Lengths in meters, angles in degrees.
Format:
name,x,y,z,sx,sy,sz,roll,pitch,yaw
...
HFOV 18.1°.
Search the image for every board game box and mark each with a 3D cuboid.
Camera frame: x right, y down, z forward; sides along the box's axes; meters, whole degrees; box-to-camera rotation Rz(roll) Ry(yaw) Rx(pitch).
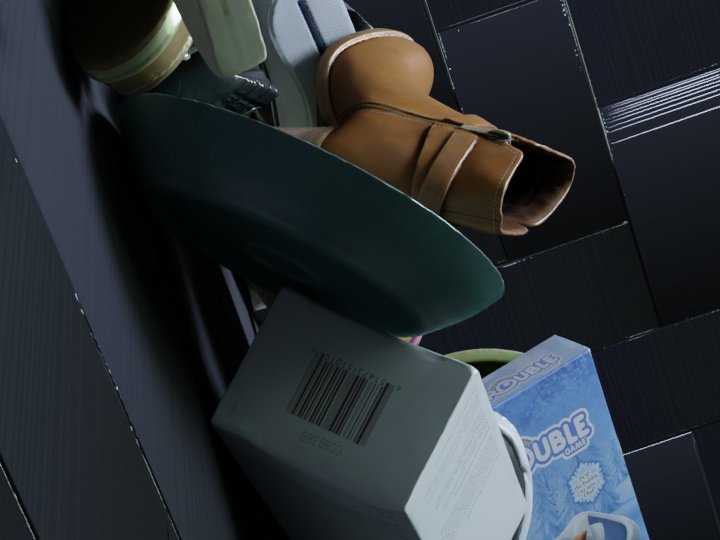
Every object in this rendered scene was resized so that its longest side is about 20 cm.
name,x,y,z,sx,sy,sz,roll,pitch,yaw
board game box,0.083,0.175,1.409,0.043,0.199,0.200,21,-44,59

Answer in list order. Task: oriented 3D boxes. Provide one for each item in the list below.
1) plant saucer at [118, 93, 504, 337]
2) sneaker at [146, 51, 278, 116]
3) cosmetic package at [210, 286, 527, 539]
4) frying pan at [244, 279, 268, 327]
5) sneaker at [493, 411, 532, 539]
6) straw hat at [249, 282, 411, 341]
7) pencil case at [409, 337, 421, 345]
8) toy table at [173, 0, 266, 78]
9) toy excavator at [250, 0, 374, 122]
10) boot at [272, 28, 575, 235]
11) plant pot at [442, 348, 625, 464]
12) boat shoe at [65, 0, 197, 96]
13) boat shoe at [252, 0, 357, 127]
name,x,y,z,sx,sy,sz,roll,pitch,yaw
plant saucer,-0.030,-0.017,1.052,0.036,0.199,0.200,-64,165,-13
sneaker,-0.095,-0.111,1.172,0.091,0.076,0.200,65,-6,-8
cosmetic package,0.010,0.099,1.136,0.081,0.112,0.200,-61,160,-16
frying pan,-0.057,0.006,1.433,0.115,0.031,0.192,-9,91,-82
sneaker,0.045,0.181,1.246,0.114,0.075,0.201,-67,173,-74
straw hat,0.000,0.000,1.265,0.201,0.085,0.201,47,-12,13
pencil case,-0.007,0.034,1.521,0.200,0.086,0.083,149,-44,-86
toy table,-0.086,-0.169,0.772,0.201,0.183,0.117,59,-7,-36
toy excavator,-0.056,-0.136,1.445,0.194,0.100,0.200,44,0,20
boot,0.040,-0.071,1.181,0.200,0.154,0.077,-36,128,-58
plant pot,0.060,0.142,1.553,0.190,0.199,0.201,-156,-134,-77
boat shoe,-0.090,-0.128,1.060,0.063,0.073,0.201,54,13,-25
boat shoe,-0.031,-0.111,1.287,0.071,0.072,0.201,39,-24,39
